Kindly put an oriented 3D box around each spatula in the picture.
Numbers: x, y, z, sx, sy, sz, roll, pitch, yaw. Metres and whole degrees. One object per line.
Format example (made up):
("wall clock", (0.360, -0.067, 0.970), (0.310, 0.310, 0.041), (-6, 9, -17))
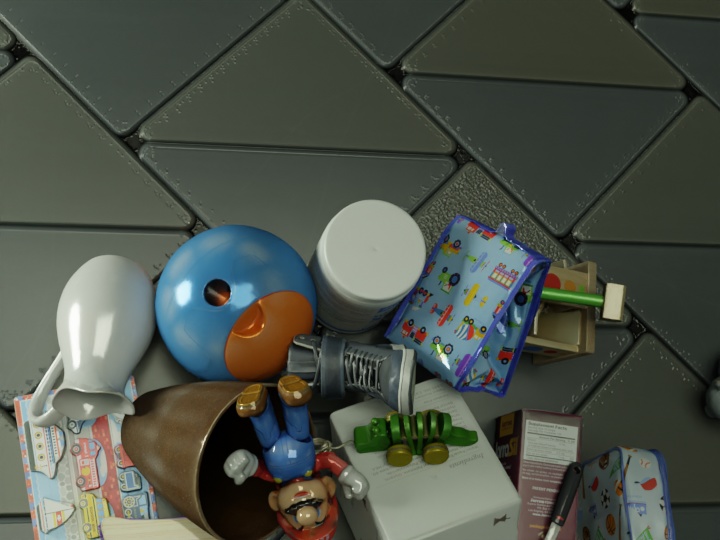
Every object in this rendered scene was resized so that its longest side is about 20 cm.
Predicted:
("spatula", (0.232, 0.325, 1.265), (0.056, 0.021, 0.200), (28, 72, -1))

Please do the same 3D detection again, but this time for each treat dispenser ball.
("treat dispenser ball", (-0.154, 0.043, 1.287), (0.201, 0.201, 0.201), (3, 75, -10))

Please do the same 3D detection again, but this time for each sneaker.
("sneaker", (-0.011, 0.118, 1.185), (0.146, 0.202, 0.077), (5, 90, -5))

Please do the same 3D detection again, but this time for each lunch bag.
("lunch bag", (0.139, 0.031, 1.274), (0.094, 0.151, 0.200), (13, 105, -42))
("lunch bag", (0.323, 0.319, 1.310), (0.075, 0.200, 0.161), (4, 62, -11))

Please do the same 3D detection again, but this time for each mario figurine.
("mario figurine", (-0.069, 0.223, 1.136), (0.106, 0.123, 0.200), (-42, 123, -50))

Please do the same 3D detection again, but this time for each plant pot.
("plant pot", (-0.190, 0.208, 1.234), (0.187, 0.200, 0.187), (-13, 107, -48))

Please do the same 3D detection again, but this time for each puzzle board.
("puzzle board", (-0.343, 0.242, 1.296), (0.150, 0.017, 0.200), (-10, 77, -13))

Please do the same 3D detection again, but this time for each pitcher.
("pitcher", (-0.337, 0.092, 1.283), (0.171, 0.121, 0.200), (-19, 51, 27))

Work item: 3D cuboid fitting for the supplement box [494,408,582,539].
("supplement box", (0.225, 0.288, 1.342), (0.086, 0.110, 0.200), (9, 74, -9))

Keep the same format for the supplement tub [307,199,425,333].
("supplement tub", (0.000, 0.000, 1.328), (0.132, 0.200, 0.132), (3, 76, -10))

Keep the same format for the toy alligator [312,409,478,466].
("toy alligator", (0.036, 0.186, 1.182), (0.200, 0.054, 0.059), (-3, 46, -1))

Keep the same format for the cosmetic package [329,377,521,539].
("cosmetic package", (0.073, 0.270, 1.252), (0.165, 0.165, 0.200), (-16, 47, -14))

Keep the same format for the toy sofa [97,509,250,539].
("toy sofa", (-0.221, 0.348, 1.258), (0.200, 0.083, 0.098), (-1, 71, -11))

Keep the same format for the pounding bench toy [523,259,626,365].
("pounding bench toy", (0.227, 0.039, 1.345), (0.156, 0.200, 0.124), (12, 74, -22))

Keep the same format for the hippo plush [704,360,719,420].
("hippo plush", (0.565, 0.193, 1.438), (0.161, 0.159, 0.200), (11, 55, 24))
